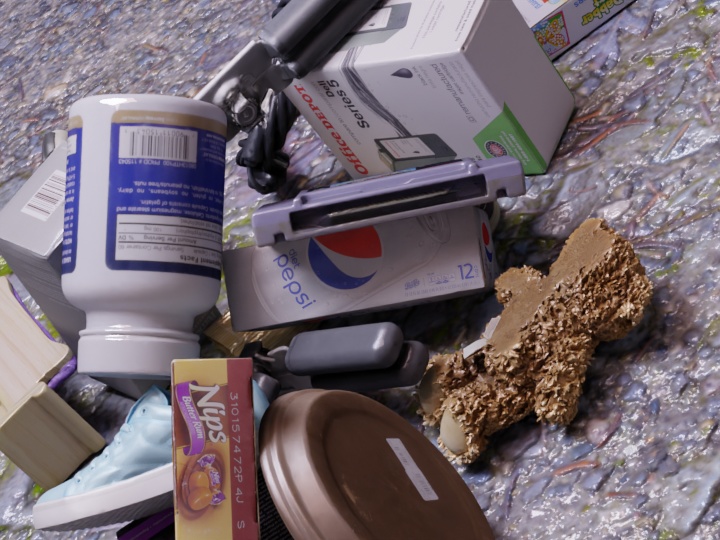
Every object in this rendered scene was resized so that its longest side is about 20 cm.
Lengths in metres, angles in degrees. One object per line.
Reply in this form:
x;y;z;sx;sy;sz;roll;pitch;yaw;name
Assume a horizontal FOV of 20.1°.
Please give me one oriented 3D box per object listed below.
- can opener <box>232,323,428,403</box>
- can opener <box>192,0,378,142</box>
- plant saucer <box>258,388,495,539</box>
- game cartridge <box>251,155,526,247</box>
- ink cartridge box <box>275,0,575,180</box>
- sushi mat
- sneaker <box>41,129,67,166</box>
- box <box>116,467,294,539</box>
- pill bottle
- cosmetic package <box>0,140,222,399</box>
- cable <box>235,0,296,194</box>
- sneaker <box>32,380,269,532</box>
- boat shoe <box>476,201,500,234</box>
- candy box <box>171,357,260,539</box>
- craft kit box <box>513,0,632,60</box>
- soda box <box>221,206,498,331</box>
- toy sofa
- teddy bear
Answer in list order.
-0.034;0.083;1.494;0.199;0.053;0.067;-10;51;52;can opener
-0.063;-0.186;1.620;0.200;0.053;0.067;-46;39;-5;can opener
0.019;0.150;1.283;0.029;0.199;0.201;-44;30;23;plant saucer
0.020;-0.055;1.506;0.198;0.039;0.130;-11;9;1;game cartridge
0.050;-0.149;1.649;0.199;0.146;0.084;-2;50;40;ink cartridge box
-0.034;0.005;1.659;0.200;0.012;0.096;-42;35;-7;sushi mat
-0.193;-0.060;1.718;0.093;0.200;0.071;-18;48;14;sneaker
-0.095;0.218;1.445;0.142;0.036;0.200;-34;33;6;box
-0.161;-0.022;1.501;0.119;0.119;0.202;-2;83;39;pill bottle
-0.204;0.004;1.640;0.090;0.200;0.107;19;63;40;cosmetic package
-0.076;-0.162;1.777;0.050;0.165;0.200;10;19;-2;cable
-0.153;0.130;1.483;0.199;0.074;0.083;-21;74;8;sneaker
0.012;-0.024;1.594;0.199;0.065;0.072;-21;45;10;boat shoe
-0.095;0.128;1.327;0.056;0.200;0.118;-1;79;-6;candy box
0.176;-0.276;1.782;0.197;0.049;0.200;-38;35;2;craft kit box
0.000;0.000;1.527;0.198;0.064;0.068;-10;-4;13;soda box
-0.283;0.093;1.710;0.098;0.083;0.200;-44;35;-7;toy sofa
0.123;0.056;1.432;0.200;0.067;0.145;-49;27;-7;teddy bear
